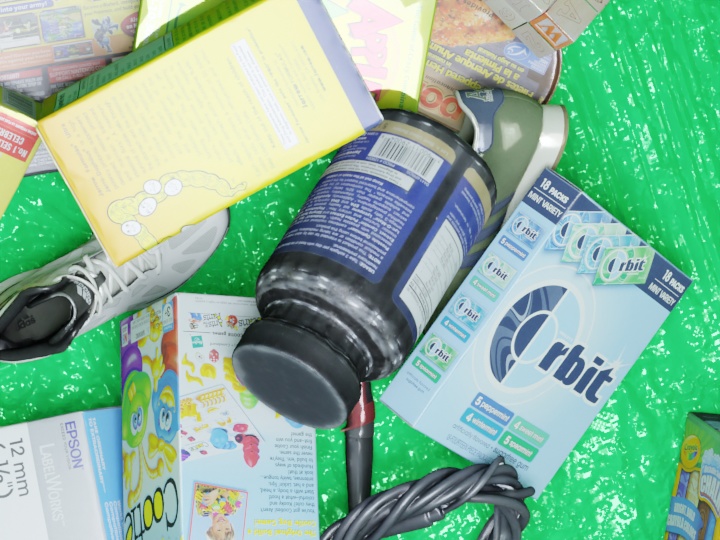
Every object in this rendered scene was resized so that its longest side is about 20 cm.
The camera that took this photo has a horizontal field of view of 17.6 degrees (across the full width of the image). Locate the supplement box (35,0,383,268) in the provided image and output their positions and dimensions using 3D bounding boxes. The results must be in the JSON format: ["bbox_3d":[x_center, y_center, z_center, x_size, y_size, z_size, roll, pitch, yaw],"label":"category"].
[{"bbox_3d":[-0.099,-0.104,1.524,0.199,0.109,0.110,-28,103,2],"label":"supplement box"}]

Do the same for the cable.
[{"bbox_3d":[0.040,0.201,1.671,0.162,0.051,0.200,12,125,-30],"label":"cable"}]

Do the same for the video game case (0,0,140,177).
[{"bbox_3d":[-0.221,-0.159,1.615,0.199,0.026,0.182,-10,102,-7],"label":"video game case"}]

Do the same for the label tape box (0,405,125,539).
[{"bbox_3d":[-0.207,0.173,1.597,0.199,0.066,0.144,-12,83,2],"label":"label tape box"}]

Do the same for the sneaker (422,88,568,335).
[{"bbox_3d":[0.067,-0.042,1.649,0.089,0.067,0.201,18,112,-18],"label":"sneaker"}]

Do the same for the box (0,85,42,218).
[{"bbox_3d":[-0.288,-0.035,1.592,0.075,0.050,0.201,26,105,-18],"label":"box"}]

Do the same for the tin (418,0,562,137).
[{"bbox_3d":[0.047,-0.169,1.654,0.199,0.042,0.112,25,91,-13],"label":"tin"}]

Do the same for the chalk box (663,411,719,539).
[{"bbox_3d":[0.304,0.178,1.716,0.124,0.124,0.201,8,99,-12],"label":"chalk box"}]

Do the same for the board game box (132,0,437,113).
[{"bbox_3d":[-0.055,-0.158,1.597,0.199,0.048,0.102,9,100,-7],"label":"board game box"}]

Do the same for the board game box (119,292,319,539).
[{"bbox_3d":[-0.096,0.126,1.564,0.104,0.103,0.201,5,75,-28],"label":"board game box"}]

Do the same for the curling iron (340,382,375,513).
[{"bbox_3d":[-0.008,0.110,1.697,0.049,0.025,0.201,-17,110,-45],"label":"curling iron"}]

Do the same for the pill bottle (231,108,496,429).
[{"bbox_3d":[0.000,0.000,1.524,0.112,0.112,0.200,40,61,-14],"label":"pill bottle"}]

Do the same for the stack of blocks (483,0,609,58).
[{"bbox_3d":[0.101,-0.261,1.613,0.200,0.059,0.115,45,71,-10],"label":"stack of blocks"}]

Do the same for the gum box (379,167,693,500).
[{"bbox_3d":[0.129,0.049,1.660,0.200,0.045,0.170,-55,137,2],"label":"gum box"}]

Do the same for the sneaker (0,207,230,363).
[{"bbox_3d":[-0.172,0.011,1.607,0.200,0.115,0.076,-31,104,-3],"label":"sneaker"}]
